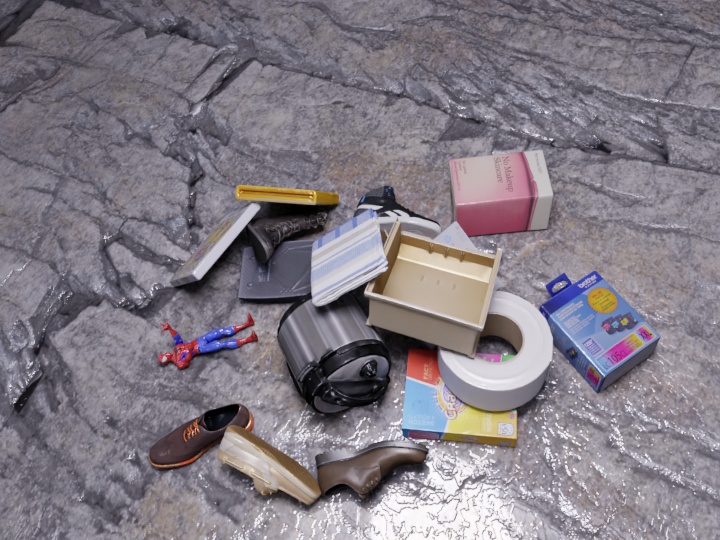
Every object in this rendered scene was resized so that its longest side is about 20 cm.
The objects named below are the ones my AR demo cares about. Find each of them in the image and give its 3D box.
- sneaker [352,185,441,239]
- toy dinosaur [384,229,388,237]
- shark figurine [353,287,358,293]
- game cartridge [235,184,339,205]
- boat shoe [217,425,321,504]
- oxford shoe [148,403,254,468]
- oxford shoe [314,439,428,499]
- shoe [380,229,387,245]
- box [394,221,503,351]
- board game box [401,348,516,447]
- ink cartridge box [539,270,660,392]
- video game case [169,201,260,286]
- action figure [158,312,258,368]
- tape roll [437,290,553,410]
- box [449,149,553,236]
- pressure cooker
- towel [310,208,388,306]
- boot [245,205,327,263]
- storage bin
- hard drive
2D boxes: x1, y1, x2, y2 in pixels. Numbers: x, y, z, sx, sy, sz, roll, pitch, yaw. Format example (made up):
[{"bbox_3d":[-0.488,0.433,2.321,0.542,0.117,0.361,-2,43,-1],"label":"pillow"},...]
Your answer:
[{"bbox_3d":[0.082,-0.129,1.341,0.195,0.074,0.114,7,59,15],"label":"sneaker"},{"bbox_3d":[0.136,-0.022,1.285,0.195,0.059,0.102,10,43,6],"label":"toy dinosaur"},{"bbox_3d":[0.010,-0.010,1.203,0.128,0.214,0.090,-42,90,-3],"label":"shark figurine"},{"bbox_3d":[-0.149,-0.160,1.340,0.171,0.200,0.033,6,99,11],"label":"game cartridge"},{"bbox_3d":[-0.158,0.345,1.074,0.197,0.074,0.070,30,89,15],"label":"boat shoe"},{"bbox_3d":[-0.292,0.287,1.125,0.196,0.073,0.072,-25,56,-8],"label":"oxford shoe"},{"bbox_3d":[0.023,0.335,1.050,0.195,0.073,0.086,-17,57,12],"label":"oxford shoe"},{"bbox_3d":[0.055,0.006,1.275,0.069,0.053,0.203,8,47,-40],"label":"shoe"},{"bbox_3d":[0.154,0.029,1.201,0.199,0.041,0.157,-39,91,-16],"label":"box"},{"bbox_3d":[0.176,0.222,1.114,0.194,0.041,0.156,2,57,10],"label":"board game box"},{"bbox_3d":[0.415,0.097,1.141,0.135,0.077,0.201,-30,56,-11],"label":"ink cartridge box"},{"bbox_3d":[-0.306,-0.054,1.313,0.202,0.023,0.181,-55,21,-24],"label":"video game case"},{"bbox_3d":[-0.308,0.129,1.221,0.196,0.100,0.066,-22,54,-3],"label":"action figure"},{"bbox_3d":[0.231,0.136,1.094,0.197,0.072,0.206,-4,50,4],"label":"tape roll"},{"bbox_3d":[0.287,-0.159,1.308,0.194,0.110,0.130,-6,55,5],"label":"box"},{"bbox_3d":[-0.042,0.153,1.111,0.173,0.180,0.202,-26,55,-13],"label":"pressure cooker"},{"bbox_3d":[-0.023,-0.026,1.094,0.145,0.024,0.202,-29,30,12],"label":"towel"},{"bbox_3d":[-0.150,-0.092,1.311,0.170,0.071,0.200,-17,26,-12],"label":"boot"},{"bbox_3d":[0.129,0.021,1.081,0.195,0.095,0.201,15,51,13],"label":"storage bin"},{"bbox_3d":[-0.151,0.005,1.308,0.194,0.043,0.138,-5,56,6],"label":"hard drive"}]
